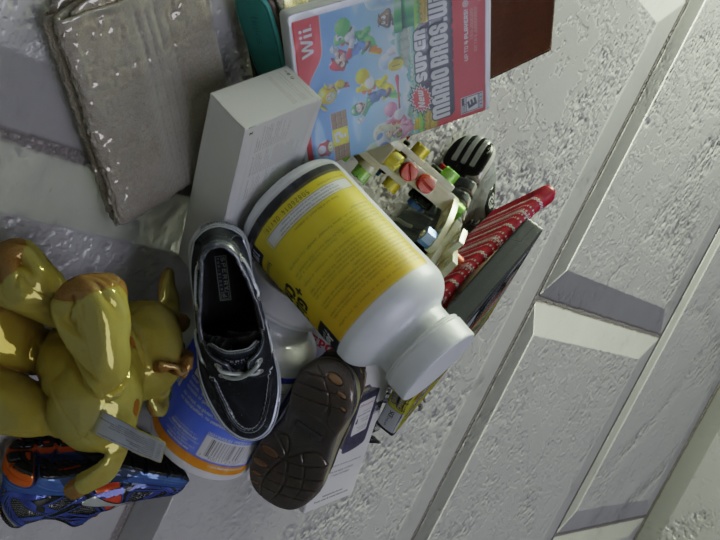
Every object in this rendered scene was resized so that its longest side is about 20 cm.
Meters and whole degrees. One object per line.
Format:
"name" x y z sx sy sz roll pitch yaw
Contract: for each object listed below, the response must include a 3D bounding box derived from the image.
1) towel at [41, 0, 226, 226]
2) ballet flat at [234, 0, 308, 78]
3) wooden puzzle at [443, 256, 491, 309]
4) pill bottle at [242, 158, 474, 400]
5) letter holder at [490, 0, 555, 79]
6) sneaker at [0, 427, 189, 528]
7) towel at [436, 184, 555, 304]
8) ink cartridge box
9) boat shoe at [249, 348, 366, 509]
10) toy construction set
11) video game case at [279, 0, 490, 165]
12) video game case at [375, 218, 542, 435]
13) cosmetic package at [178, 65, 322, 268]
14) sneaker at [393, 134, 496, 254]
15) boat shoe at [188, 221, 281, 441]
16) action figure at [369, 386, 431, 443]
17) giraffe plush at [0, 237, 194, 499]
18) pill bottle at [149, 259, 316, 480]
"towel" -0.167 -0.141 0.738 0.132 0.034 0.201 -35 141 -29
"ballet flat" -0.063 -0.171 0.822 0.071 0.071 0.201 -36 139 -30
"wooden puzzle" 0.129 0.019 1.153 0.185 0.037 0.200 -50 172 -38
"pill bottle" 0.000 0.009 0.793 0.112 0.200 0.112 -39 164 -13
"letter holder" 0.096 -0.267 0.917 0.200 0.100 0.143 -30 135 -35
"sneaker" -0.248 0.195 0.870 0.199 0.075 0.079 12 115 -46
"towel" 0.119 -0.013 1.015 0.200 0.023 0.145 -43 -176 -17
"ink cartridge box" -0.055 0.123 0.979 0.084 0.144 0.201 -7 121 -50
"boat shoe" -0.040 0.148 0.872 0.073 0.074 0.200 -42 166 -53
"toy construction set" 0.049 -0.092 0.940 0.092 0.131 0.200 -35 106 4
"video game case" 0.029 -0.180 0.816 0.199 0.017 0.144 -21 129 -21
"video game case" 0.099 0.060 0.957 0.200 0.025 0.181 -46 166 -31
"cosmetic package" -0.100 -0.076 0.803 0.082 0.051 0.200 -31 158 -37
"sneaker" 0.108 -0.054 1.117 0.200 0.075 0.116 -53 148 -11
"boat shoe" -0.104 0.062 0.778 0.071 0.068 0.201 -7 111 -8
"action figure" 0.025 0.135 1.116 0.102 0.119 0.201 13 98 -33
"giraffe plush" -0.206 0.064 0.752 0.173 0.200 0.162 -53 176 19
"pill bottle" -0.111 0.090 0.888 0.112 0.112 0.201 6 121 -53
